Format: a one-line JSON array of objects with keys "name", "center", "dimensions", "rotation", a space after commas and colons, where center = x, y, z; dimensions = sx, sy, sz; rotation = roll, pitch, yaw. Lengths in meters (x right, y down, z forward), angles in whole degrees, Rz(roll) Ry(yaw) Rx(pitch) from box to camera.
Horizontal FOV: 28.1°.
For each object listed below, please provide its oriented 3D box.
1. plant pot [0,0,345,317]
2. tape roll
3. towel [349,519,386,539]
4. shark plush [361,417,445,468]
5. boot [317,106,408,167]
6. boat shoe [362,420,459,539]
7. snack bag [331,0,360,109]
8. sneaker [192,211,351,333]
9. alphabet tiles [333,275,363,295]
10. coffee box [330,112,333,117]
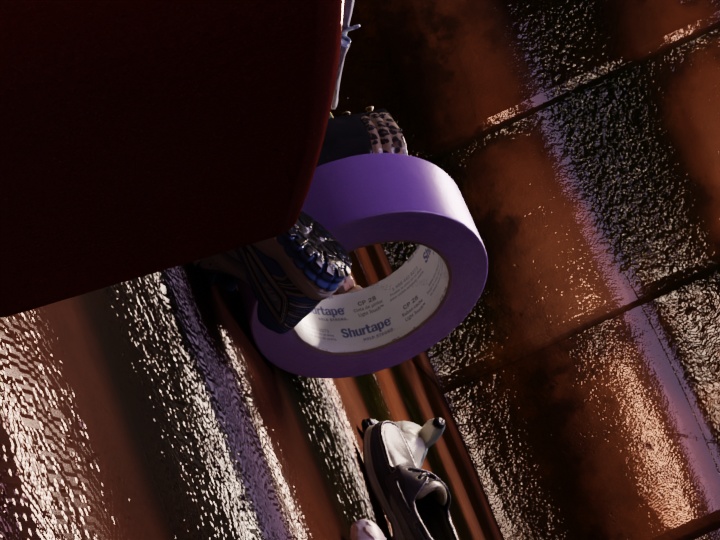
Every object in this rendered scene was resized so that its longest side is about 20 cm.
[{"name": "plant pot", "center": [-0.113, -0.100, 0.538], "dimensions": [0.177, 0.197, 0.201], "rotation": [81, -9, -51]}, {"name": "tape roll", "center": [0.000, 0.000, 1.159], "dimensions": [0.201, 0.198, 0.066], "rotation": [60, 7, -53]}, {"name": "towel", "center": [0.051, 0.329, 1.173], "dimensions": [0.201, 0.032, 0.192], "rotation": [-110, 174, -45]}, {"name": "shark plush", "center": [0.037, 0.215, 1.604], "dimensions": [0.200, 0.089, 0.085], "rotation": [122, -32, -75]}, {"name": "boot", "center": [-0.055, -0.108, 1.201], "dimensions": [0.200, 0.148, 0.074], "rotation": [-135, -135, -65]}, {"name": "boat shoe", "center": [0.059, 0.231, 1.432], "dimensions": [0.071, 0.065, 0.202], "rotation": [22, 38, -41]}, {"name": "snack bag", "center": [-0.091, -0.218, 1.156], "dimensions": [0.201, 0.186, 0.022], "rotation": [110, 2, -62]}, {"name": "sneaker", "center": [-0.099, -0.033, 1.046], "dimensions": [0.200, 0.086, 0.077], "rotation": [47, 20, 28]}, {"name": "alphabet tiles", "center": [-0.045, -0.008, 1.338], "dimensions": [0.200, 0.015, 0.196], "rotation": [48, -18, 21]}, {"name": "coffee box", "center": [-0.051, -0.076, 1.385], "dimensions": [0.124, 0.044, 0.201], "rotation": [60, -22, 25]}]
